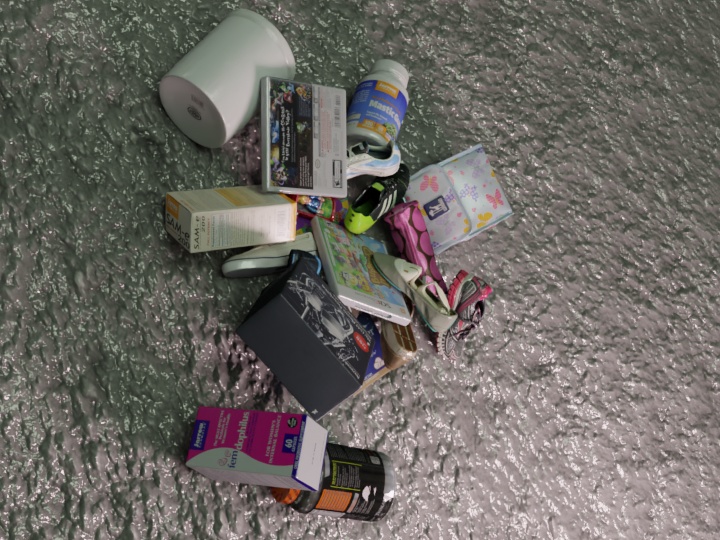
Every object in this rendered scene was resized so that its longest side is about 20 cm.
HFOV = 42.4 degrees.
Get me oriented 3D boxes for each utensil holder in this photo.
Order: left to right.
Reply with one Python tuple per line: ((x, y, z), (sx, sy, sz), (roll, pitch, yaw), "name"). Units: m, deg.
((-0.242, -0.343, 1.675), (0.170, 0.170, 0.201), (45, 60, -12), "utensil holder")

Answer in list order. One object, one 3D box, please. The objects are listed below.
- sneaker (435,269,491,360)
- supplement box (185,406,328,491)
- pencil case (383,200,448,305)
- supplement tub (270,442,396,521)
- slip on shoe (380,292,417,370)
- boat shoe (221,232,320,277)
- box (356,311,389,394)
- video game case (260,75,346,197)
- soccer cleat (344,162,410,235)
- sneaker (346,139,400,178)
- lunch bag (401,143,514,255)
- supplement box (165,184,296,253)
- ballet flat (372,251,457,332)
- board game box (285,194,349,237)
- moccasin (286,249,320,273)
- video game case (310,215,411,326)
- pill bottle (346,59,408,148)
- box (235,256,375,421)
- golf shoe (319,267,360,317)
((0.199, 0.098, 1.809), (0.074, 0.202, 0.081), (24, 40, 20), "sneaker")
((-0.166, 0.287, 1.500), (0.103, 0.197, 0.102), (52, 43, -59), "supplement box")
((0.108, -0.035, 1.827), (0.094, 0.090, 0.202), (-22, 92, -67), "pencil case")
((-0.048, 0.362, 1.603), (0.198, 0.122, 0.124), (16, 67, -27), "supplement tub")
((0.064, 0.105, 1.767), (0.075, 0.061, 0.201), (21, 34, -25), "slip on shoe")
((-0.165, -0.035, 1.681), (0.198, 0.071, 0.071), (-11, 80, -31), "boat shoe")
((-0.025, 0.122, 1.746), (0.121, 0.032, 0.202), (-30, 91, -34), "box")
((-0.100, -0.238, 1.673), (0.180, 0.023, 0.203), (1, 88, -40), "video game case")
((0.040, -0.150, 1.795), (0.067, 0.081, 0.200), (34, 58, 10), "soccer cleat")
((-0.021, -0.209, 1.766), (0.197, 0.073, 0.072), (-10, 37, -10), "sneaker")
((0.188, -0.141, 1.904), (0.198, 0.127, 0.171), (-24, 88, -19), "lunch bag")
((-0.226, -0.093, 1.617), (0.198, 0.126, 0.074), (-8, 114, -30), "supplement box")
((0.107, 0.027, 1.751), (0.200, 0.064, 0.067), (49, 28, 3), "ballet flat")
((-0.096, -0.124, 1.770), (0.199, 0.039, 0.159), (-37, 96, -34), "board game box")
((-0.141, 0.057, 1.652), (0.068, 0.080, 0.202), (26, 81, -18), "moccasin")
((0.000, 0.000, 1.732), (0.181, 0.022, 0.201), (21, 36, -37), "video game case")
((0.034, -0.322, 1.870), (0.111, 0.112, 0.202), (28, 63, -21), "pill bottle")
((-0.083, 0.108, 1.520), (0.200, 0.104, 0.182), (49, 19, -10), "box")
((-0.033, 0.091, 1.685), (0.093, 0.078, 0.203), (-2, 74, -30), "golf shoe")
